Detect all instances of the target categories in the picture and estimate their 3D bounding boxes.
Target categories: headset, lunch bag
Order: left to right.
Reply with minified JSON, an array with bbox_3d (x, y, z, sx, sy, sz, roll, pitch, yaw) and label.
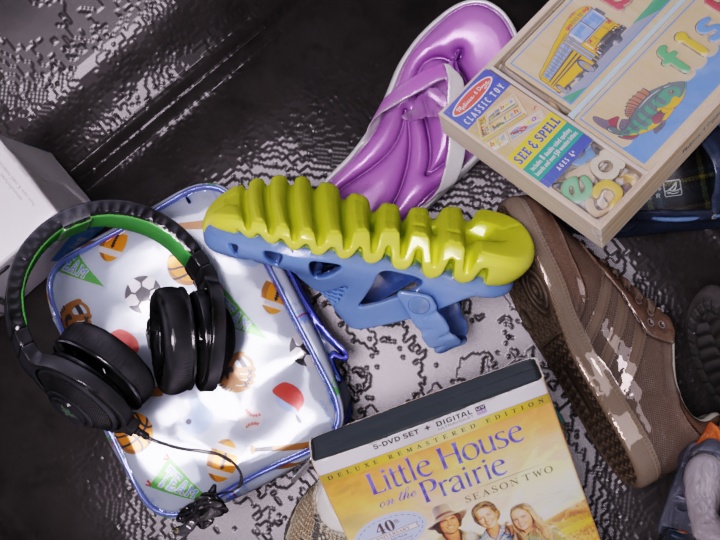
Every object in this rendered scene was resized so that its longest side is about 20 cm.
[{"bbox_3d":[-0.131,0.058,0.803,0.123,0.094,0.200,-24,79,-24],"label":"headset"},{"bbox_3d":[-0.097,0.053,0.875,0.160,0.076,0.200,-27,85,1],"label":"lunch bag"}]

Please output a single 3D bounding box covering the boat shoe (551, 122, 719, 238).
[{"bbox_3d":[0.220,-0.054,0.850,0.199,0.069,0.084,-19,87,4],"label":"boat shoe"}]

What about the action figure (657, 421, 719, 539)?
[{"bbox_3d":[0.194,0.156,0.788,0.104,0.200,0.194,26,81,27],"label":"action figure"}]

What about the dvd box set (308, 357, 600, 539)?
[{"bbox_3d":[0.071,0.162,0.830,0.146,0.029,0.201,-20,116,4],"label":"dvd box set"}]

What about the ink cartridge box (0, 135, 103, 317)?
[{"bbox_3d":[-0.269,0.007,0.871,0.200,0.116,0.067,-41,86,3],"label":"ink cartridge box"}]

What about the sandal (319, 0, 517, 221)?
[{"bbox_3d":[0.037,-0.085,0.878,0.082,0.050,0.203,34,91,5],"label":"sandal"}]

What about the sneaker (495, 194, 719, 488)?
[{"bbox_3d":[0.155,0.035,0.865,0.075,0.070,0.201,-26,89,-15],"label":"sneaker"}]

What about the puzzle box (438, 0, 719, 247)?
[{"bbox_3d":[0.162,-0.125,0.837,0.133,0.025,0.200,38,78,26],"label":"puzzle box"}]

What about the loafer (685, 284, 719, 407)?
[{"bbox_3d":[0.284,0.082,0.848,0.071,0.073,0.200,-39,87,-25],"label":"loafer"}]

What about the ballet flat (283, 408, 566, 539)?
[{"bbox_3d":[0.033,0.125,0.858,0.199,0.075,0.068,-23,59,5],"label":"ballet flat"}]

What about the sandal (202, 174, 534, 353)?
[{"bbox_3d":[0.000,0.000,0.825,0.199,0.080,0.087,13,121,2],"label":"sandal"}]
